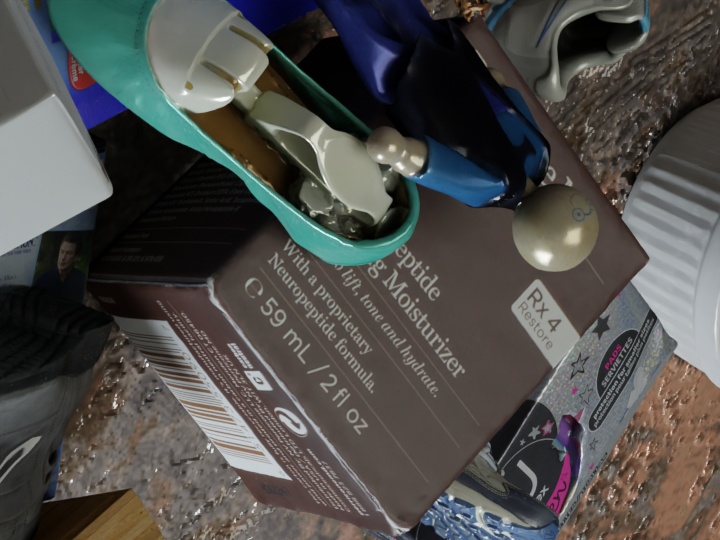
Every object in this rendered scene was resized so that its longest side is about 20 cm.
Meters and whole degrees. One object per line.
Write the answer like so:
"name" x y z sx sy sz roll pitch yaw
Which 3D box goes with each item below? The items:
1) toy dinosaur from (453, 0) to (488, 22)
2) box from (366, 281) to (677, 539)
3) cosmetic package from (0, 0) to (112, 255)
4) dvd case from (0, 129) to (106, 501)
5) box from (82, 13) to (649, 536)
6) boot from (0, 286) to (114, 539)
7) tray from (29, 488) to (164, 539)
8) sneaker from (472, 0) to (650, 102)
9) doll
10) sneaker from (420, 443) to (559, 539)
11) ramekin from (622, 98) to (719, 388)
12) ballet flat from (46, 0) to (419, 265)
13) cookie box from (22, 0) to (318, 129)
"toy dinosaur" 0.028 -0.219 1.087 0.135 0.102 0.202 7 85 -50
"box" 0.075 0.079 1.323 0.201 0.132 0.115 -57 144 -8
"cosmetic package" -0.211 -0.042 0.877 0.199 0.113 0.081 -31 150 -2
"dvd case" -0.195 0.035 1.082 0.142 0.017 0.202 -11 120 -45
"box" 0.000 0.000 1.126 0.200 0.164 0.166 -46 110 -20
"boot" -0.176 0.086 1.018 0.133 0.069 0.200 -71 164 10
"tray" -0.196 0.180 1.080 0.200 0.098 0.037 -42 106 -36
"sneaker" 0.147 -0.166 1.303 0.200 0.086 0.075 -49 138 -19
"doll" 0.034 -0.080 0.998 0.048 0.200 0.136 -37 -177 30
"sneaker" 0.036 0.085 1.227 0.085 0.199 0.077 -51 148 -13
"ramekin" 0.262 -0.023 1.501 0.199 0.105 0.202 -27 130 -38
"ballet flat" -0.045 -0.074 0.965 0.200 0.070 0.068 40 68 -24
"cookie box" -0.115 -0.167 1.008 0.199 0.075 0.172 -31 131 -32
